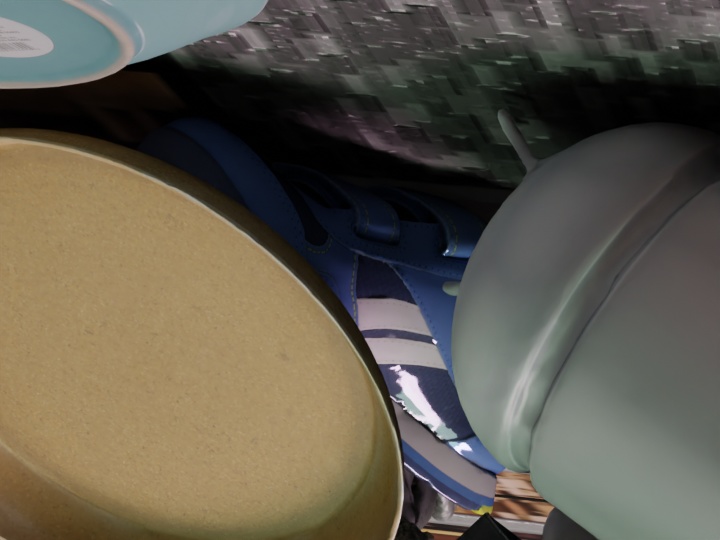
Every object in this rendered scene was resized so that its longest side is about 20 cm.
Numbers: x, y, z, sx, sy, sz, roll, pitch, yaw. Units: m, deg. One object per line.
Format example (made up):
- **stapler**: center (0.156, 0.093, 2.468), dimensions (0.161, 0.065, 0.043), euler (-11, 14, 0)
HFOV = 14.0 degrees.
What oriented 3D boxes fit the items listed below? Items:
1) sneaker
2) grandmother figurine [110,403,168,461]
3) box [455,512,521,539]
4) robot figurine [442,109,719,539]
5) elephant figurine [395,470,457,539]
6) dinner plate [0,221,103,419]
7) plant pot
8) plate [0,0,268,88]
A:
- **sneaker**: center (0.000, 0.000, 0.957), dimensions (0.074, 0.082, 0.200), euler (35, 174, 46)
- **grandmother figurine**: center (-0.071, 0.043, 1.049), dimensions (0.060, 0.122, 0.200), euler (-1, 178, -7)
- **box**: center (0.102, 0.166, 0.888), dimensions (0.160, 0.044, 0.200), euler (49, -176, 28)
- **robot figurine**: center (0.107, 0.034, 0.818), dimensions (0.200, 0.170, 0.113), euler (36, -148, 21)
- **elephant figurine**: center (-0.007, 0.076, 1.188), dimensions (0.155, 0.141, 0.200), euler (46, 149, 14)
- **dinner plate**: center (-0.169, 0.008, 0.996), dimensions (0.199, 0.024, 0.201), euler (20, 139, 18)
- **plant pot**: center (-0.074, 0.030, 0.915), dimensions (0.199, 0.028, 0.201), euler (16, 137, 16)
- **plate**: center (-0.122, -0.076, 0.738), dimensions (0.199, 0.026, 0.200), euler (7, 169, 1)
